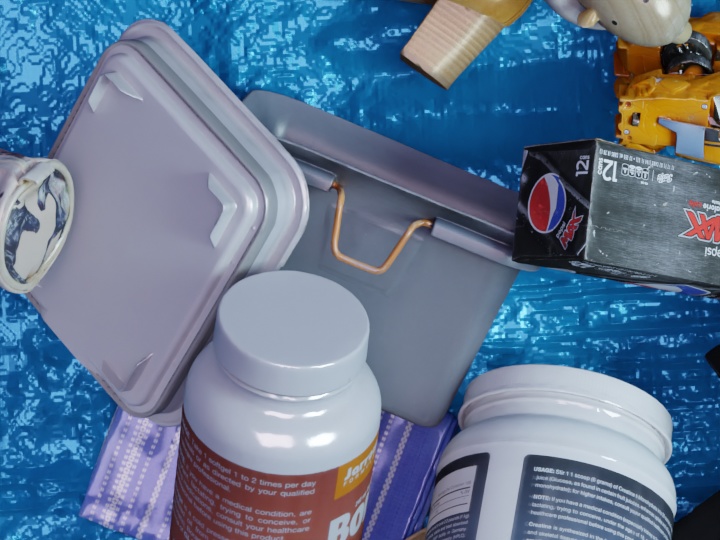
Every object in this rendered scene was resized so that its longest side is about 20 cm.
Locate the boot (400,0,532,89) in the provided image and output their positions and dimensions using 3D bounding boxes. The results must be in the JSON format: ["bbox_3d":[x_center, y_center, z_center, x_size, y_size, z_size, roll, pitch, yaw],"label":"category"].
[{"bbox_3d":[0.019,-0.217,1.720,0.201,0.071,0.144,35,88,-5],"label":"boot"}]

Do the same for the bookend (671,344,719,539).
[{"bbox_3d":[0.245,0.118,1.668,0.200,0.092,0.199,-37,119,3],"label":"bookend"}]

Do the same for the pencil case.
[{"bbox_3d":[-0.254,-0.053,1.684,0.199,0.078,0.090,20,137,29],"label":"pencil case"}]

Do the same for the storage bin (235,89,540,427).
[{"bbox_3d":[0.000,0.000,1.697,0.199,0.146,0.135,21,103,1],"label":"storage bin"}]

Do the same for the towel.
[{"bbox_3d":[-0.055,0.119,1.754,0.199,0.024,0.145,21,92,1],"label":"towel"}]

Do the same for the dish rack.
[{"bbox_3d":[-0.128,-0.023,1.675,0.172,0.043,0.200,47,124,24],"label":"dish rack"}]

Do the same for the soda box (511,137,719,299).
[{"bbox_3d":[0.181,-0.024,1.660,0.199,0.063,0.071,10,84,-38],"label":"soda box"}]

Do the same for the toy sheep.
[{"bbox_3d":[0.144,-0.207,1.649,0.137,0.138,0.201,-18,53,3],"label":"toy sheep"}]

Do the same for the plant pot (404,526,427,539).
[{"bbox_3d":[0.084,0.238,1.708,0.199,0.028,0.201,-1,64,3],"label":"plant pot"}]

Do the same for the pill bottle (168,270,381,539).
[{"bbox_3d":[-0.047,0.103,1.645,0.112,0.112,0.201,10,128,2],"label":"pill bottle"}]

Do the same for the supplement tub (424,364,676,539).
[{"bbox_3d":[0.103,0.169,1.647,0.140,0.140,0.201,11,65,2],"label":"supplement tub"}]

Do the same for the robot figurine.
[{"bbox_3d":[0.246,-0.102,1.688,0.199,0.145,0.058,5,125,2],"label":"robot figurine"}]
